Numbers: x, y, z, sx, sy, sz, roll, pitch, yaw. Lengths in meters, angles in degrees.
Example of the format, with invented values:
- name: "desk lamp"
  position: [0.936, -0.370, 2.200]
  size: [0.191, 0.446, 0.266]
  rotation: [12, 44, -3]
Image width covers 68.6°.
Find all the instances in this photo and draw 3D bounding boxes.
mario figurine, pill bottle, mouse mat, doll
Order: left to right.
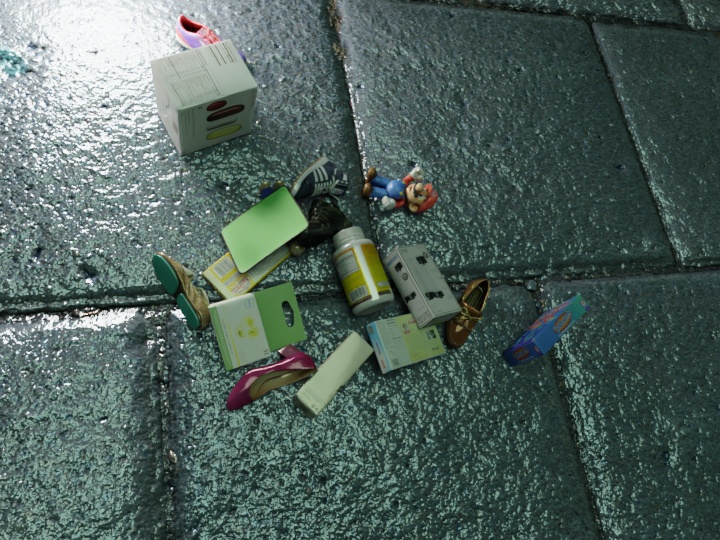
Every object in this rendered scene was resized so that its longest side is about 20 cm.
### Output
- name: "mouse mat"
  position: [-0.226, -0.099, 1.231]
  size: [0.199, 0.008, 0.161]
  rotation: [-34, 56, 1]
- name: "doll"
  position: [-0.180, -0.128, 1.297]
  size: [0.135, 0.049, 0.201]
  rotation: [-10, 67, -32]
- name: "pill bottle"
  position: [0.000, 0.000, 1.282]
  size: [0.108, 0.109, 0.202]
  rotation: [-15, 75, -21]
- name: "mario figurine"
  position: [0.112, -0.221, 1.399]
  size: [0.198, 0.106, 0.125]
  rotation: [13, 101, -3]

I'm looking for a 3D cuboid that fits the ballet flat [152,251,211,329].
- name: "ballet flat"
  position: [-0.392, 0.041, 1.184]
  size: [0.065, 0.070, 0.201]
  rotation: [-24, 80, -51]

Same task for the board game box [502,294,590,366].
- name: "board game box"
  position: [0.469, 0.154, 1.340]
  size: [0.199, 0.152, 0.045]
  rotation: [-36, 82, -26]

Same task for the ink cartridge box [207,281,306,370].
- name: "ink cartridge box"
  position: [-0.224, 0.120, 1.180]
  size: [0.198, 0.048, 0.147]
  rotation: [-17, 96, -20]

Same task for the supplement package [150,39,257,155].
- name: "supplement package"
  position: [-0.378, -0.416, 1.283]
  size: [0.199, 0.191, 0.148]
  rotation: [-27, 80, -23]

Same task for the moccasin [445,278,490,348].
- name: "moccasin"
  position: [0.278, 0.107, 1.341]
  size: [0.073, 0.078, 0.202]
  rotation: [38, 64, 0]

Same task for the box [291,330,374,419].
- name: "box"
  position: [-0.062, 0.235, 1.190]
  size: [0.068, 0.082, 0.200]
  rotation: [43, 66, 4]

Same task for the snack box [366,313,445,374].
- name: "snack box"
  position: [0.112, 0.165, 1.253]
  size: [0.199, 0.037, 0.117]
  rotation: [-6, 70, -43]

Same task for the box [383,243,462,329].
- name: "box"
  position: [0.152, 0.036, 1.308]
  size: [0.116, 0.060, 0.201]
  rotation: [-10, 64, -44]

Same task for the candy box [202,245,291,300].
- name: "candy box"
  position: [-0.265, -0.016, 1.254]
  size: [0.102, 0.026, 0.200]
  rotation: [47, 64, -1]

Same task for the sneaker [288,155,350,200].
- name: "sneaker"
  position: [-0.098, -0.211, 1.334]
  size: [0.108, 0.070, 0.200]
  rotation: [38, 43, -2]

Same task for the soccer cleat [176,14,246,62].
- name: "soccer cleat"
  position: [-0.401, -0.610, 1.415]
  size: [0.199, 0.073, 0.069]
  rotation: [26, 65, -5]

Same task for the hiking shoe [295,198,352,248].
- name: "hiking shoe"
  position: [-0.106, -0.120, 1.285]
  size: [0.101, 0.076, 0.200]
  rotation: [57, 31, 7]

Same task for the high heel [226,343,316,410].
- name: "high heel"
  position: [-0.191, 0.243, 1.131]
  size: [0.200, 0.068, 0.096]
  rotation: [-43, 48, -20]
